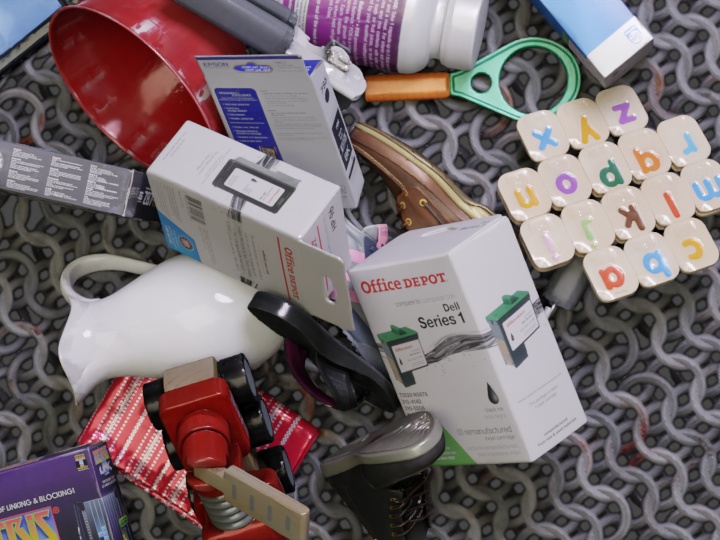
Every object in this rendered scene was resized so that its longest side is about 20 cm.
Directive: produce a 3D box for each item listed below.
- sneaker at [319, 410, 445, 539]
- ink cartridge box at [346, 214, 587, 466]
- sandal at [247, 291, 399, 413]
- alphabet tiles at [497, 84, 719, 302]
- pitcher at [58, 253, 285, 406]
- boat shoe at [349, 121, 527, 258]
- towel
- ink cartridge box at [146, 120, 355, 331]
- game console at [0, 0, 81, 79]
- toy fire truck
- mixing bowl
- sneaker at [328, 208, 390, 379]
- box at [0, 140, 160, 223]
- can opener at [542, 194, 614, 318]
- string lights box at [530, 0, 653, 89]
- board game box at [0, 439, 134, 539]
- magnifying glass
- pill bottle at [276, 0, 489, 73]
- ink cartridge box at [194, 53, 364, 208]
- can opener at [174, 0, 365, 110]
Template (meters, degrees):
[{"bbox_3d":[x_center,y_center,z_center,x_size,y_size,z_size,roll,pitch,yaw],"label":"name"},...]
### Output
[{"bbox_3d":[0.043,0.192,1.576,0.075,0.200,0.106,-34,92,-24],"label":"sneaker"},{"bbox_3d":[0.092,0.064,1.555,0.146,0.084,0.200,-11,106,50],"label":"ink cartridge box"},{"bbox_3d":[-0.039,0.085,1.590,0.075,0.200,0.048,13,69,46],"label":"sandal"},{"bbox_3d":[0.228,-0.070,1.580,0.200,0.015,0.196,-19,66,-13],"label":"alphabet tiles"},{"bbox_3d":[-0.178,0.031,1.636,0.200,0.121,0.172,-13,47,-3],"label":"pitcher"},{"bbox_3d":[0.062,-0.059,1.620,0.200,0.072,0.068,39,93,3],"label":"boat shoe"},{"bbox_3d":[-0.154,0.159,1.675,0.200,0.022,0.145,33,94,7],"label":"towel"},{"bbox_3d":[-0.077,-0.038,1.526,0.200,0.116,0.068,25,61,21],"label":"ink cartridge box"},{"bbox_3d":[-0.375,-0.274,1.656,0.200,0.119,0.172,-37,85,7],"label":"game console"},{"bbox_3d":[-0.102,0.190,1.535,0.129,0.200,0.176,-16,125,4],"label":"toy fire truck"},{"bbox_3d":[-0.173,-0.189,1.610,0.200,0.200,0.108,41,64,6],"label":"mixing bowl"},{"bbox_3d":[0.000,0.000,1.630,0.082,0.070,0.200,-30,88,9],"label":"sneaker"},{"bbox_3d":[-0.285,-0.085,1.623,0.200,0.161,0.049,13,92,8],"label":"box"},{"bbox_3d":[0.177,0.012,1.614,0.066,0.053,0.200,34,94,7],"label":"can opener"},{"bbox_3d":[0.177,-0.260,1.588,0.059,0.103,0.200,-39,86,7],"label":"string lights box"},{"bbox_3d":[-0.315,0.265,1.669,0.200,0.057,0.165,-16,92,12],"label":"board game box"},{"bbox_3d":[0.104,-0.173,1.640,0.200,0.022,0.080,-2,90,9],"label":"magnifying glass"},{"bbox_3d":[0.013,-0.240,1.606,0.200,0.112,0.112,13,92,8],"label":"pill bottle"},{"bbox_3d":[-0.067,-0.130,1.539,0.099,0.200,0.039,3,54,17],"label":"ink cartridge box"},{"bbox_3d":[-0.082,-0.200,1.535,0.200,0.053,0.066,33,121,-19],"label":"can opener"}]
